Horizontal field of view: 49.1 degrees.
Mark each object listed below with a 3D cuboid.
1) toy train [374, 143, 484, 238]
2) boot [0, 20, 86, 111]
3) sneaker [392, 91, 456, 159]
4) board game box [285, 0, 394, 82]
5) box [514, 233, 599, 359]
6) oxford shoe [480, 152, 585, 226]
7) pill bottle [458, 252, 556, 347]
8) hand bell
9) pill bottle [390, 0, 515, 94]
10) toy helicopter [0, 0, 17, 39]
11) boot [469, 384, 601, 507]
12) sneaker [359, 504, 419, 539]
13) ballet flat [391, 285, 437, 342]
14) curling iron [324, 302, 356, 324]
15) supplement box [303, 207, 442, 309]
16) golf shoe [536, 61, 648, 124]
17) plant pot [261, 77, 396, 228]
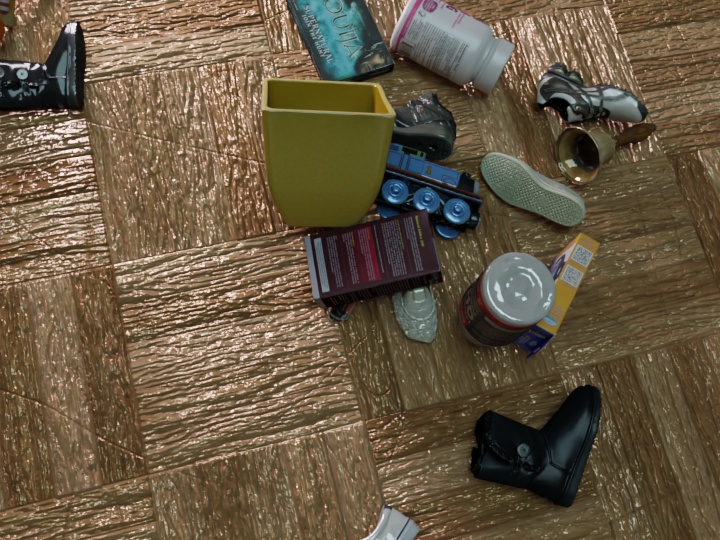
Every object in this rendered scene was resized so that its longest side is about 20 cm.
[{"bbox_3d":[0.111,-0.132,1.318,0.199,0.087,0.115,17,67,-2],"label":"toy train"},{"bbox_3d":[-0.568,-0.342,1.312,0.199,0.066,0.165,-3,71,-4],"label":"boot"},{"bbox_3d":[0.071,-0.257,1.364,0.199,0.076,0.114,10,48,13],"label":"sneaker"},{"bbox_3d":[-0.038,-0.431,1.426,0.135,0.028,0.200,-20,76,-13],"label":"board game box"},{"bbox_3d":[0.308,0.046,1.266,0.041,0.119,0.200,32,70,4],"label":"box"},{"bbox_3d":[0.298,-0.141,1.363,0.200,0.075,0.058,30,29,11],"label":"oxford shoe"},{"bbox_3d":[0.214,0.055,1.208,0.110,0.200,0.111,2,71,-7],"label":"pill bottle"},{"bbox_3d":[0.456,-0.231,1.409,0.200,0.104,0.104,-22,76,-27],"label":"hand bell"},{"bbox_3d":[0.164,-0.401,1.398,0.200,0.113,0.114,28,71,2],"label":"pill bottle"},{"bbox_3d":[-0.602,-0.479,1.324,0.079,0.133,0.200,18,47,32],"label":"toy helicopter"},{"bbox_3d":[0.269,0.247,1.217,0.168,0.076,0.201,22,77,-4],"label":"boot"},{"bbox_3d":[0.001,0.429,1.133,0.071,0.073,0.200,36,62,14],"label":"sneaker"},{"bbox_3d":[0.082,0.018,1.275,0.072,0.072,0.201,-8,74,-10],"label":"ballet flat"},{"bbox_3d":[0.000,0.000,1.289,0.049,0.026,0.200,32,71,2],"label":"curling iron"},{"bbox_3d":[0.020,-0.017,1.231,0.199,0.061,0.109,-12,70,7],"label":"supplement box"},{"bbox_3d":[0.411,-0.293,1.420,0.199,0.078,0.095,24,74,11],"label":"golf shoe"},{"bbox_3d":[-0.060,-0.179,1.242,0.194,0.201,0.196,1,27,-7],"label":"plant pot"}]
